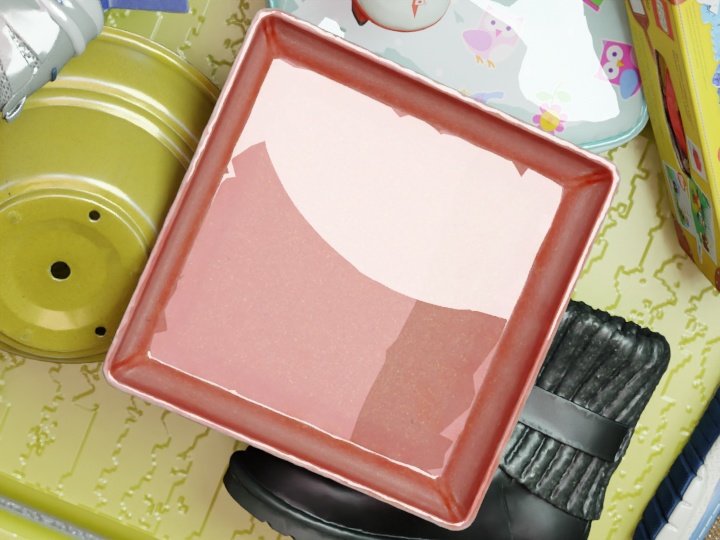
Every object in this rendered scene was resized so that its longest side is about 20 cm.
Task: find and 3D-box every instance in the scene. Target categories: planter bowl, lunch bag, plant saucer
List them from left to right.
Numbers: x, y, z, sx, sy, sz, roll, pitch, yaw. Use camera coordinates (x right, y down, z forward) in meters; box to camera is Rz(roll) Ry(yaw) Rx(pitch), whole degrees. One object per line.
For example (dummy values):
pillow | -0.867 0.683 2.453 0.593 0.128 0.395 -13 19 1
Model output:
planter bowl | -0.149 -0.017 1.085 0.200 0.084 0.201 -1 121 -2
plant saucer | 0.000 0.000 1.065 0.200 0.037 0.200 24 90 -9
lunch bag | 0.047 -0.119 1.117 0.199 0.077 0.161 -9 97 1

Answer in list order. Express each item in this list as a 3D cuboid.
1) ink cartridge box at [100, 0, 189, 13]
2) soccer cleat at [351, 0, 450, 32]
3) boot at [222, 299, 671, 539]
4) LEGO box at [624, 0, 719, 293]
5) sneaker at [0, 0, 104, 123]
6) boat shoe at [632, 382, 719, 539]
ink cartridge box | -0.191 -0.219 1.062 0.200 0.047 0.198 6 116 22
soccer cleat | 0.011 -0.210 1.032 0.068 0.085 0.200 -4 67 -15
boot | 0.046 0.075 1.132 0.211 0.079 0.158 14 102 -12
LEGO box | 0.219 -0.103 1.061 0.149 0.077 0.200 -22 122 -6
sneaker | -0.224 -0.146 1.026 0.200 0.075 0.082 30 72 6
boat shoe | 0.224 0.086 1.146 0.072 0.072 0.200 30 105 -8
